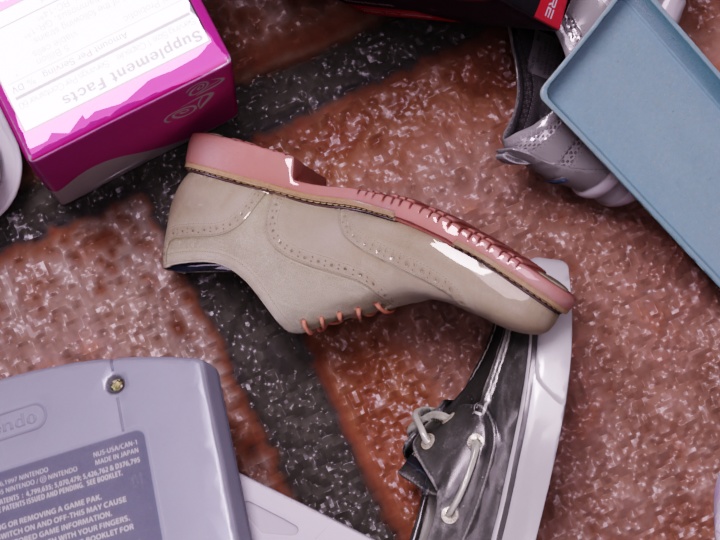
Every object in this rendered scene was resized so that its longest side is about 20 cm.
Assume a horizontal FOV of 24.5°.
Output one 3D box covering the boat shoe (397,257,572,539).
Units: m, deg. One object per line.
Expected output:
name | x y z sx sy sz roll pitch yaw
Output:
boat shoe | 0.051 0.088 0.747 0.063 0.071 0.202 13 83 -2

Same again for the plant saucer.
plant saucer | 0.162 -0.040 0.760 0.200 0.019 0.070 43 80 -23

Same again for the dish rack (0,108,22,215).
dish rack | -0.267 -0.061 0.729 0.199 0.044 0.173 -26 106 -3

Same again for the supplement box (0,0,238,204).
supplement box | -0.143 -0.146 0.754 0.103 0.101 0.201 -25 84 -6

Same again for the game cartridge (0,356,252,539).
game cartridge | -0.145 0.114 0.717 0.198 0.042 0.134 -17 63 9

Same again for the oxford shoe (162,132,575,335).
oxford shoe | 0.000 0.000 0.744 0.199 0.071 0.074 20 88 27

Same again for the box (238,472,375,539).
box | -0.072 0.190 0.712 0.155 0.041 0.201 22 81 24

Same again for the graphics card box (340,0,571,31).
graphics card box | -0.012 -0.157 0.698 0.125 0.199 0.051 15 86 43

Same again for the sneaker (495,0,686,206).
sneaker | 0.107 -0.135 0.769 0.081 0.075 0.202 9 81 -26

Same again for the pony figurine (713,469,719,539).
pony figurine | 0.173 0.169 0.695 0.198 0.194 0.167 24 48 1
